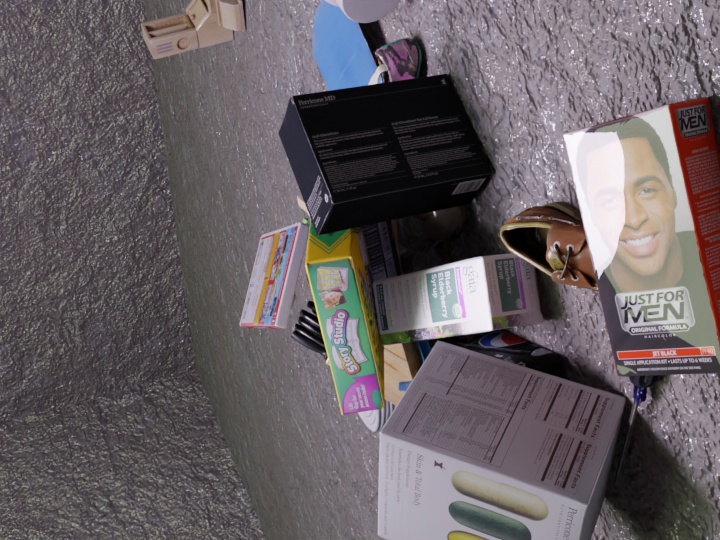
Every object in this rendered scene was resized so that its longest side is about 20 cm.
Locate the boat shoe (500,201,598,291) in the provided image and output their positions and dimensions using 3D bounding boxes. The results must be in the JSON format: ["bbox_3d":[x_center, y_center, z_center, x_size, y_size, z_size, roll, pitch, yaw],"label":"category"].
[{"bbox_3d":[0.201,-0.011,0.886,0.200,0.068,0.072,-151,51,-64],"label":"boat shoe"}]

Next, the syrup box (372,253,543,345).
[{"bbox_3d":[0.105,0.034,1.089,0.200,0.081,0.079,-14,83,55],"label":"syrup box"}]

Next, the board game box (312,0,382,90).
[{"bbox_3d":[-0.004,-0.286,1.343,0.201,0.039,0.158,67,156,10],"label":"board game box"}]

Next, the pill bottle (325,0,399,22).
[{"bbox_3d":[-0.022,-0.396,1.188,0.112,0.112,0.200,99,150,-51],"label":"pill bottle"}]

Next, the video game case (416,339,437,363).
[{"bbox_3d":[0.098,0.113,1.273,0.143,0.018,0.201,33,-141,-76],"label":"video game case"}]

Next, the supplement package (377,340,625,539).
[{"bbox_3d":[0.137,0.196,0.957,0.199,0.151,0.152,16,129,20],"label":"supplement package"}]

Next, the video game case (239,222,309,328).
[{"bbox_3d":[-0.124,0.011,1.366,0.200,0.017,0.144,171,113,-69],"label":"video game case"}]

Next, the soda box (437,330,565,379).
[{"bbox_3d":[0.159,0.114,1.114,0.200,0.063,0.071,-156,53,-67],"label":"soda box"}]

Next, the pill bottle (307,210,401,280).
[{"bbox_3d":[0.000,0.000,1.279,0.106,0.106,0.201,-138,32,-59],"label":"pill bottle"}]

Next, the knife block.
[{"bbox_3d":[-0.009,0.126,1.427,0.064,0.175,0.201,-37,-69,-70],"label":"knife block"}]

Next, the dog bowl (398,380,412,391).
[{"bbox_3d":[0.092,0.210,1.244,0.200,0.049,0.112,-86,-26,-68],"label":"dog bowl"}]

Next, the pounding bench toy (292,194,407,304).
[{"bbox_3d":[-0.042,-0.039,1.378,0.124,0.199,0.157,-138,37,-60],"label":"pounding bench toy"}]

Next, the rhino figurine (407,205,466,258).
[{"bbox_3d":[0.059,-0.111,1.188,0.200,0.060,0.087,54,144,12],"label":"rhino figurine"}]

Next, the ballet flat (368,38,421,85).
[{"bbox_3d":[0.037,-0.197,1.227,0.069,0.071,0.201,-116,20,-50],"label":"ballet flat"}]

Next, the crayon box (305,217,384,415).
[{"bbox_3d":[-0.014,0.037,1.140,0.173,0.058,0.201,-91,-11,-63],"label":"crayon box"}]

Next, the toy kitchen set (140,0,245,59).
[{"bbox_3d":[-0.339,-0.520,1.925,0.200,0.180,0.163,90,156,-49],"label":"toy kitchen set"}]

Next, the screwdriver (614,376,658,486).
[{"bbox_3d":[0.258,0.131,0.903,0.028,0.029,0.201,-126,24,-48],"label":"screwdriver"}]

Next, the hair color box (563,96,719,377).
[{"bbox_3d":[0.233,-0.022,0.750,0.101,0.061,0.201,-11,93,51],"label":"hair color box"}]

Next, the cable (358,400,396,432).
[{"bbox_3d":[0.020,0.161,1.556,0.200,0.069,0.201,133,121,-69],"label":"cable"}]

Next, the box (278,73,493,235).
[{"bbox_3d":[0.027,-0.134,1.092,0.079,0.199,0.142,124,130,-60],"label":"box"}]
